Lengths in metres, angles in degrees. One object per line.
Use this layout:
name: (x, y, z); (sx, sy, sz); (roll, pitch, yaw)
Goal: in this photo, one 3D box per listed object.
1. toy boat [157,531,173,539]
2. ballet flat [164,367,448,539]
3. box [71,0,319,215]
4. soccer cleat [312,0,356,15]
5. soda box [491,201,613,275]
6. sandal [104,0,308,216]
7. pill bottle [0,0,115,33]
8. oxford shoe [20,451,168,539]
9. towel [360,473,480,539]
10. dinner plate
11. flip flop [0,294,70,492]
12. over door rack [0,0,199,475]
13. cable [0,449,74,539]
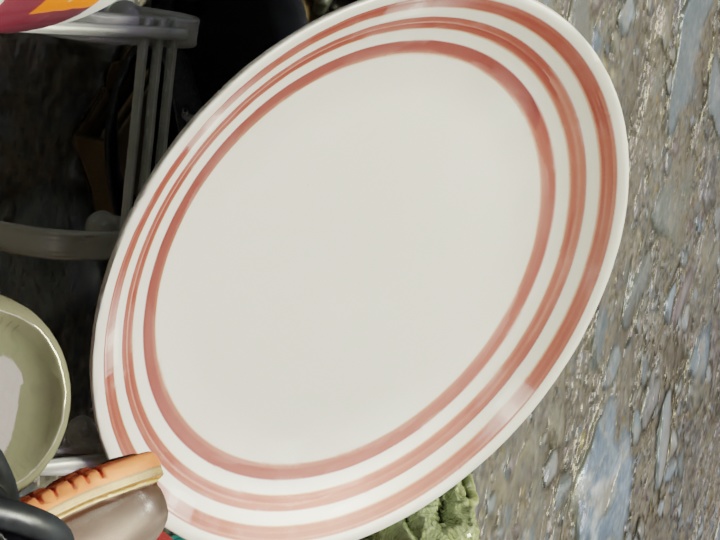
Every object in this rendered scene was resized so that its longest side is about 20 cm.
toy boat: (-0.125, 0.148, 0.708); (0.131, 0.130, 0.200); (45, 51, -30)
ballet flat: (-0.032, 0.089, 0.863); (0.200, 0.072, 0.072); (-49, 167, 18)
box: (-0.048, -0.033, 0.932); (0.200, 0.021, 0.164); (77, 30, -45)
soccer cleat: (0.025, -0.117, 1.002); (0.200, 0.064, 0.084); (52, 50, -73)
soda box: (0.053, -0.034, 0.902); (0.200, 0.063, 0.069); (-91, 179, -88)
sandal: (-0.057, -0.023, 0.795); (0.043, 0.076, 0.201); (-3, 102, -39)
pill bottle: (-0.107, -0.109, 0.576); (0.200, 0.109, 0.110); (-18, 116, -55)
oxford shoe: (-0.121, 0.124, 0.635); (0.200, 0.073, 0.071); (-39, 180, -20)
towel: (-0.009, 0.120, 0.920); (0.149, 0.036, 0.200); (-57, -167, 15)
dinner plate: (0.000, 0.000, 0.749); (0.200, 0.024, 0.201); (-21, 131, -27)
flip flop: (-0.147, 0.053, 0.573); (0.199, 0.057, 0.081); (-15, 110, -40)
over door rack: (-0.131, -0.008, 0.681); (0.200, 0.066, 0.148); (-6, 105, -54)
cable: (-0.154, 0.083, 0.511); (0.200, 0.051, 0.163); (34, 90, -32)
